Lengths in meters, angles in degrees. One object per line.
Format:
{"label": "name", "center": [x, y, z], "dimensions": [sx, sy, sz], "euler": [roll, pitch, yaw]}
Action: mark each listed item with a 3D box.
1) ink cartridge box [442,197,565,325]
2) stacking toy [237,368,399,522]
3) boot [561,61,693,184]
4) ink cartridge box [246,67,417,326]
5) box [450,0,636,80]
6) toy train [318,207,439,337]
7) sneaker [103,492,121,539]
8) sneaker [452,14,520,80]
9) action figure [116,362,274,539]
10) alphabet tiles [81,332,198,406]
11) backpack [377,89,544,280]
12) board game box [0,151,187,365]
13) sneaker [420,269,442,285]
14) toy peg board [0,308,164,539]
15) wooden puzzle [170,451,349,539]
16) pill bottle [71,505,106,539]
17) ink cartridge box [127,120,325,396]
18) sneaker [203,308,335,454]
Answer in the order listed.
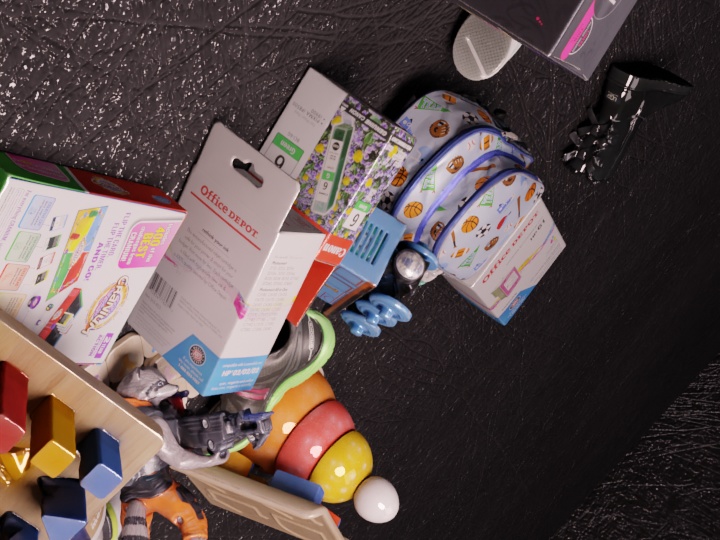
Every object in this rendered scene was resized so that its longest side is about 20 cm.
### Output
{"label": "ink cartridge box", "center": [0.179, -0.028, 1.484], "dimensions": [0.145, 0.084, 0.200], "euler": [-52, 154, -1]}
{"label": "stacking toy", "center": [-0.037, 0.210, 1.279], "dimensions": [0.146, 0.199, 0.147], "euler": [-39, 151, -27]}
{"label": "boot", "center": [0.375, -0.206, 1.610], "dimensions": [0.197, 0.073, 0.164], "euler": [-9, 128, -47]}
{"label": "ink cartridge box", "center": [-0.050, -0.064, 1.015], "dimensions": [0.201, 0.109, 0.050], "euler": [-57, 154, 8]}
{"label": "box", "center": [0.129, -0.267, 0.958], "dimensions": [0.123, 0.199, 0.106], "euler": [-59, 154, 13]}
{"label": "toy train", "center": [0.000, 0.000, 1.125], "dimensions": [0.087, 0.114, 0.200], "euler": [-60, -172, -17]}
{"label": "sneaker", "center": [-0.246, 0.272, 1.139], "dimensions": [0.083, 0.072, 0.201], "euler": [-35, 155, -39]}
{"label": "sneaker", "center": [0.161, -0.286, 1.162], "dimensions": [0.201, 0.070, 0.080], "euler": [-57, 170, 14]}
{"label": "action figure", "center": [-0.165, 0.173, 0.982], "dimensions": [0.199, 0.196, 0.104], "euler": [-22, 165, 38]}
{"label": "alphabet tiles", "center": [-0.216, 0.129, 1.087], "dimensions": [0.199, 0.015, 0.197], "euler": [-38, 151, -31]}
{"label": "backpack", "center": [0.084, -0.089, 1.182], "dimensions": [0.201, 0.154, 0.190], "euler": [-55, 145, 10]}
{"label": "board game box", "center": [-0.236, -0.002, 0.855], "dimensions": [0.154, 0.040, 0.199], "euler": [-58, 154, 11]}
{"label": "sneaker", "center": [0.108, -0.064, 1.336], "dimensions": [0.201, 0.077, 0.091], "euler": [-51, 171, 13]}
{"label": "toy peg board", "center": [-0.267, 0.147, 0.769], "dimensions": [0.200, 0.098, 0.199], "euler": [-44, 118, 8]}
{"label": "wooden puzzle", "center": [-0.101, 0.246, 1.251], "dimensions": [0.200, 0.183, 0.047], "euler": [66, 44, -63]}
{"label": "pill bottle", "center": [-0.273, 0.184, 0.943], "dimensions": [0.111, 0.111, 0.201], "euler": [-40, 152, -25]}
{"label": "ink cartridge box", "center": [-0.108, -0.010, 0.969], "dimensions": [0.067, 0.115, 0.202], "euler": [1, 122, -54]}
{"label": "sneaker", "center": [-0.116, 0.110, 1.189], "dimensions": [0.200, 0.077, 0.084], "euler": [-48, 120, 3]}
